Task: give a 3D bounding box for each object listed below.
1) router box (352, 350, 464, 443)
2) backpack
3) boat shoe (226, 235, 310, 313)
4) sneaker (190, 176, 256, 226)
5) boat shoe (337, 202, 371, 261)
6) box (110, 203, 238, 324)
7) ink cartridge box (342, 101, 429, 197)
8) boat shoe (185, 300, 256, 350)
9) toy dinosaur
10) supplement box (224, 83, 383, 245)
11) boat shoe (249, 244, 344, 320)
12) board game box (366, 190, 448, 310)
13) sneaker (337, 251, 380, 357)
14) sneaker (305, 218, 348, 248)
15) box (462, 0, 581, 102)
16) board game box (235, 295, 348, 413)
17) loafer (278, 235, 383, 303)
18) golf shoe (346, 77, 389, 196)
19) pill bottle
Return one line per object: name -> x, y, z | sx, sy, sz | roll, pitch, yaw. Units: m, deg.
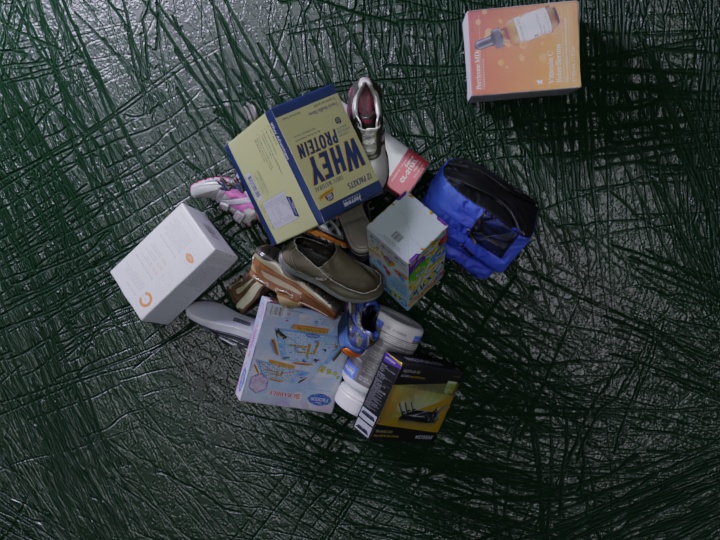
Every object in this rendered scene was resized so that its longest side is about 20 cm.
router box -> 0.095, 0.244, 1.440 | 0.052, 0.199, 0.159 | 30, 101, 43
backpack -> 0.203, -0.096, 1.401 | 0.199, 0.163, 0.168 | 36, 118, -2
boat shoe -> -0.183, -0.008, 1.485 | 0.202, 0.075, 0.075 | -42, 84, 6
sneaker -> -0.233, -0.132, 1.468 | 0.198, 0.081, 0.089 | 7, 96, 4
boat shoe -> -0.016, -0.108, 1.443 | 0.072, 0.063, 0.202 | -13, 61, -5
box -> -0.359, -0.010, 1.465 | 0.200, 0.097, 0.125 | -41, 71, 8
ink cartridge box -> 0.023, -0.219, 1.406 | 0.199, 0.146, 0.083 | 35, 95, -1
boat shoe -> -0.257, 0.120, 1.508 | 0.198, 0.072, 0.068 | 17, 119, 4
toy dinosaur -> -0.190, -0.209, 1.432 | 0.181, 0.105, 0.201 | -44, 111, -32
supplement box -> -0.100, -0.174, 1.292 | 0.134, 0.199, 0.202 | -30, 97, -32
boat shoe -> -0.122, 0.032, 1.408 | 0.199, 0.076, 0.074 | 36, 111, 15
board game box -> 0.085, -0.031, 1.373 | 0.103, 0.200, 0.105 | -42, 69, -16
sneaker -> 0.001, 0.057, 1.416 | 0.078, 0.075, 0.202 | -22, 68, 39
sneaker -> -0.078, -0.098, 1.447 | 0.199, 0.078, 0.078 | 24, 85, -23
box -> 0.292, -0.396, 1.387 | 0.198, 0.106, 0.154 | -5, 96, 4
board game box -> -0.122, 0.166, 1.472 | 0.198, 0.041, 0.202 | 14, 98, -26
loafer -> -0.048, -0.004, 1.353 | 0.198, 0.076, 0.070 | 20, 143, -7
golf shoe -> 0.008, -0.226, 1.291 | 0.076, 0.088, 0.202 | -6, 94, 0
pill bottle -> 0.032, 0.179, 1.468 | 0.113, 0.114, 0.202 | 25, 97, 1
